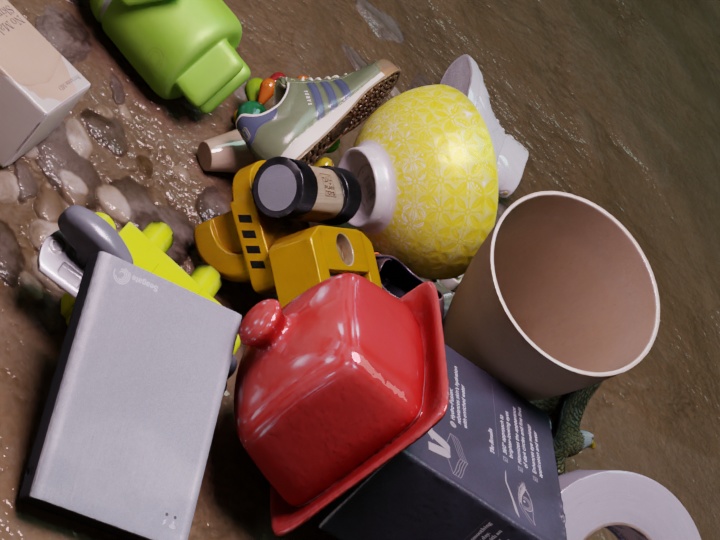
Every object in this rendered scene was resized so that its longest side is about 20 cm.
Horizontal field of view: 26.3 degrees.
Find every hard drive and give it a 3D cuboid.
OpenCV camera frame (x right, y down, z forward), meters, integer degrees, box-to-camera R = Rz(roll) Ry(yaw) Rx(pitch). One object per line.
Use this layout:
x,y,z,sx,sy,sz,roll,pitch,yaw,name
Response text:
-0.177,0.104,1.209,0.139,0.033,0.202,26,64,-31,hard drive

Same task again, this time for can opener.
-0.182,0.032,1.274,0.200,0.066,0.053,43,43,-16,can opener

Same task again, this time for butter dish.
-0.039,0.081,1.276,0.148,0.199,0.201,41,24,-24,butter dish

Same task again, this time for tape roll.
0.227,0.290,1.451,0.198,0.066,0.203,3,82,-21,tape roll

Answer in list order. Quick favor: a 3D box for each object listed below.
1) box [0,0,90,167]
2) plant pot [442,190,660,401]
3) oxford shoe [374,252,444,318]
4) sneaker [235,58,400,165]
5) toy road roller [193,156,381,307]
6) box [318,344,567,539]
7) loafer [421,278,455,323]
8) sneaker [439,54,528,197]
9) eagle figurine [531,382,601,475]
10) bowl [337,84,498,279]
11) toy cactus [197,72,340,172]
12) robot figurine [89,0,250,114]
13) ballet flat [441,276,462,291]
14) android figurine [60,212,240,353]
-0.350,-0.199,1.380,0.200,0.078,0.095,44,30,-5,box
0.159,0.051,1.507,0.185,0.200,0.190,12,60,-23,plant pot
0.000,0.000,1.551,0.198,0.073,0.071,29,45,11,oxford shoe
-0.047,-0.176,1.585,0.090,0.067,0.200,39,56,10,sneaker
-0.070,-0.006,1.465,0.122,0.145,0.202,3,69,-62,toy road roller
0.072,0.177,1.381,0.199,0.117,0.198,35,27,-21,box
0.089,0.043,1.660,0.199,0.075,0.070,29,39,-29,loafer
0.162,-0.184,2.024,0.115,0.073,0.202,28,45,-32,sneaker
0.204,0.150,1.584,0.151,0.150,0.203,55,39,-76,eagle figurine
0.039,-0.086,1.555,0.107,0.201,0.202,-6,57,-32,bowl
-0.098,-0.128,1.629,0.163,0.102,0.202,-10,63,-34,toy cactus
-0.203,-0.261,1.600,0.200,0.115,0.175,50,4,7,robot figurine
0.127,0.013,1.760,0.200,0.071,0.071,42,31,-10,ballet flat
-0.190,0.031,1.359,0.182,0.041,0.200,44,29,-7,android figurine
